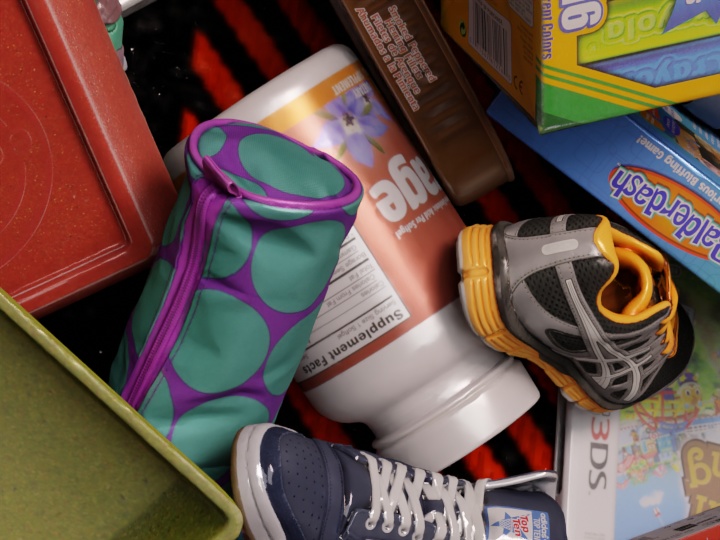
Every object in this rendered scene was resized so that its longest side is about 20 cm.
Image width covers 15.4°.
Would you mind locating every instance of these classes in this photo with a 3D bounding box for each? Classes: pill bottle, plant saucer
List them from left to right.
[{"bbox_3d":[-0.194,-0.045,1.206,0.199,0.037,0.201,-25,120,-5],"label":"plant saucer"},{"bbox_3d":[-0.182,0.092,1.202,0.200,0.200,0.048,43,26,-13],"label":"plant saucer"},{"bbox_3d":[0.000,0.000,1.302,0.112,0.112,0.200,-34,93,-22],"label":"pill bottle"}]

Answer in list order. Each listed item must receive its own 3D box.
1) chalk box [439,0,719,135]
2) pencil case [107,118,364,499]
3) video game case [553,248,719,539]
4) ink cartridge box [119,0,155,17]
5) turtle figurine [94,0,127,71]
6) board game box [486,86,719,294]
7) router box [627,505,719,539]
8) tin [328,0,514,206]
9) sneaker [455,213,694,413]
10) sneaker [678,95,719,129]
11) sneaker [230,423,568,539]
[{"bbox_3d":[0.148,-0.160,1.218,0.199,0.125,0.125,-14,123,-16],"label":"chalk box"},{"bbox_3d":[-0.071,0.030,1.228,0.085,0.201,0.092,39,29,30],"label":"pencil case"},{"bbox_3d":[0.197,0.085,1.405,0.199,0.022,0.183,8,77,-18],"label":"video game case"},{"bbox_3d":[-0.119,-0.241,1.342,0.173,0.044,0.201,-30,91,-23],"label":"ink cartridge box"},{"bbox_3d":[-0.143,-0.154,1.249,0.200,0.101,0.150,-32,92,-26],"label":"turtle figurine"},{"bbox_3d":[0.158,-0.047,1.337,0.200,0.152,0.045,37,104,-2],"label":"board game box"},{"bbox_3d":[0.199,0.211,1.351,0.199,0.049,0.180,-18,93,-18],"label":"router box"},{"bbox_3d":[0.013,-0.121,1.309,0.042,0.112,0.201,-29,109,4],"label":"tin"},{"bbox_3d":[0.123,0.019,1.298,0.200,0.077,0.079,19,58,-58],"label":"sneaker"},{"bbox_3d":[0.214,-0.081,1.357,0.146,0.200,0.081,16,118,-33],"label":"sneaker"},{"bbox_3d":[0.027,0.115,1.235,0.200,0.108,0.070,43,39,-49],"label":"sneaker"}]
